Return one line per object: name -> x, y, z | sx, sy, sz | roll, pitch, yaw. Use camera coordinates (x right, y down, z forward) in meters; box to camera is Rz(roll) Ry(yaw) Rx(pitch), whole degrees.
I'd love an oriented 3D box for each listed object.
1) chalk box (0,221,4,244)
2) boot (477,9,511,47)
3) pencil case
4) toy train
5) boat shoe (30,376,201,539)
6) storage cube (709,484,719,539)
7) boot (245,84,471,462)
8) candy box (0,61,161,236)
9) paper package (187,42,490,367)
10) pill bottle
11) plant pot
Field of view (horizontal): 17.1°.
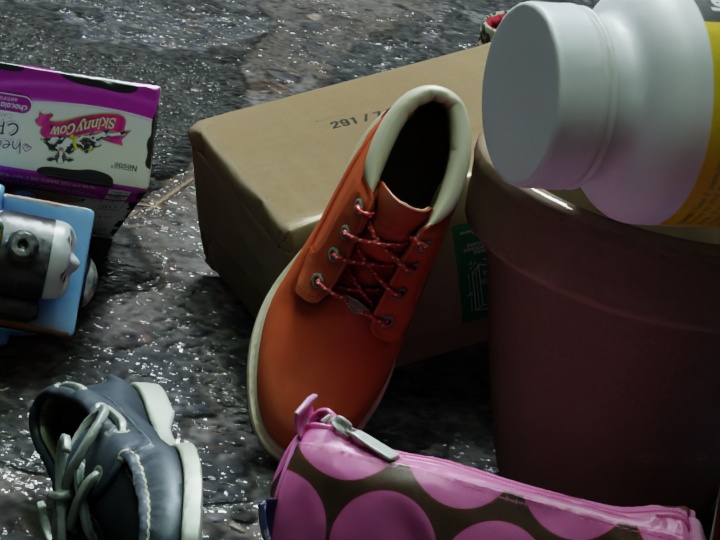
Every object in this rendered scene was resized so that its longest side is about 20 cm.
chalk box -> -0.284, 0.023, 1.102 | 0.199, 0.126, 0.124 | 18, 22, 16
boot -> 0.138, -0.089, 1.542 | 0.203, 0.155, 0.073 | -8, 27, -39
pencil case -> 0.056, 0.120, 1.052 | 0.199, 0.094, 0.091 | 13, 21, 7
toy train -> -0.232, -0.014, 1.235 | 0.199, 0.087, 0.114 | 11, -8, -8
boat shoe -> -0.108, 0.093, 1.047 | 0.061, 0.075, 0.200 | 7, 19, -16
storage cube -> 0.240, 0.113, 1.001 | 0.179, 0.172, 0.200 | 9, 31, 12
boot -> 0.000, 0.000, 1.182 | 0.075, 0.201, 0.107 | 23, -10, -3
candy box -> -0.191, -0.068, 1.347 | 0.135, 0.061, 0.200 | 9, -7, -9
paper package -> 0.026, -0.034, 1.349 | 0.199, 0.104, 0.191 | -16, 27, -15
pill bottle -> 0.161, -0.074, 1.088 | 0.199, 0.112, 0.111 | 1, 23, -22
plant pot -> 0.141, 0.032, 1.202 | 0.199, 0.176, 0.200 | 8, 20, -3
